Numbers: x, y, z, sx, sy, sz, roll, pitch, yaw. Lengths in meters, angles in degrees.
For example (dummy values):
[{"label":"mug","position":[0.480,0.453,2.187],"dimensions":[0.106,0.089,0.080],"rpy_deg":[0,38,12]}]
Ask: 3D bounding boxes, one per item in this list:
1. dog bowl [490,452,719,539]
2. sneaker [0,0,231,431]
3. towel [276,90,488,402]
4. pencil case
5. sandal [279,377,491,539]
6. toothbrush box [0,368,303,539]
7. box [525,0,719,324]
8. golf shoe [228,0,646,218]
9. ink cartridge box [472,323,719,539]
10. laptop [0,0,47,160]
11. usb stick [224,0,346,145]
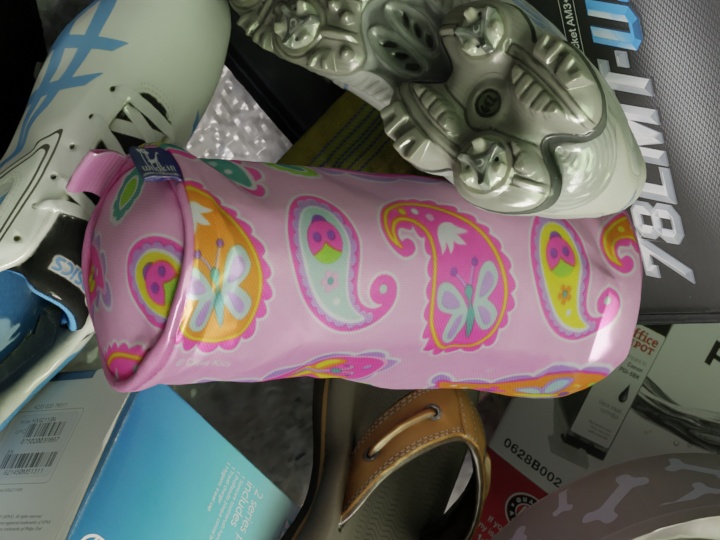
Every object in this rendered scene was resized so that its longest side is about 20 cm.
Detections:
[{"label":"dog bowl","position":[0.113,0.156,0.845],"dimensions":[0.198,0.059,0.202],"rpy_deg":[-7,122,-11]},{"label":"sneaker","position":[-0.100,-0.020,0.792],"dimensions":[0.072,0.072,0.201],"rpy_deg":[43,74,-41]},{"label":"towel","position":[0.054,-0.048,0.904],"dimensions":[0.200,0.023,0.144],"rpy_deg":[-49,124,-21]},{"label":"pencil case","position":[0.000,0.000,0.770],"dimensions":[0.198,0.087,0.088],"rpy_deg":[4,109,-31]},{"label":"sandal","position":[0.014,0.079,0.820],"dimensions":[0.082,0.054,0.201],"rpy_deg":[49,47,-32]},{"label":"toothbrush box","position":[-0.082,0.129,0.852],"dimensions":[0.200,0.146,0.086],"rpy_deg":[47,54,-33]},{"label":"box","position":[0.118,-0.079,0.809],"dimensions":[0.050,0.197,0.202],"rpy_deg":[-45,127,-53]},{"label":"golf shoe","position":[0.022,-0.083,0.785],"dimensions":[0.078,0.200,0.097],"rpy_deg":[-47,149,13]},{"label":"ink cartridge box","position":[0.145,0.059,0.925],"dimensions":[0.083,0.146,0.201],"rpy_deg":[-17,137,-56]},{"label":"laptop","position":[-0.215,-0.067,0.790],"dimensions":[0.200,0.103,0.179],"rpy_deg":[-37,128,-41]},{"label":"usb stick","position":[-0.031,-0.096,0.862],"dimensions":[0.055,0.033,0.200],"rpy_deg":[-45,124,-6]}]
